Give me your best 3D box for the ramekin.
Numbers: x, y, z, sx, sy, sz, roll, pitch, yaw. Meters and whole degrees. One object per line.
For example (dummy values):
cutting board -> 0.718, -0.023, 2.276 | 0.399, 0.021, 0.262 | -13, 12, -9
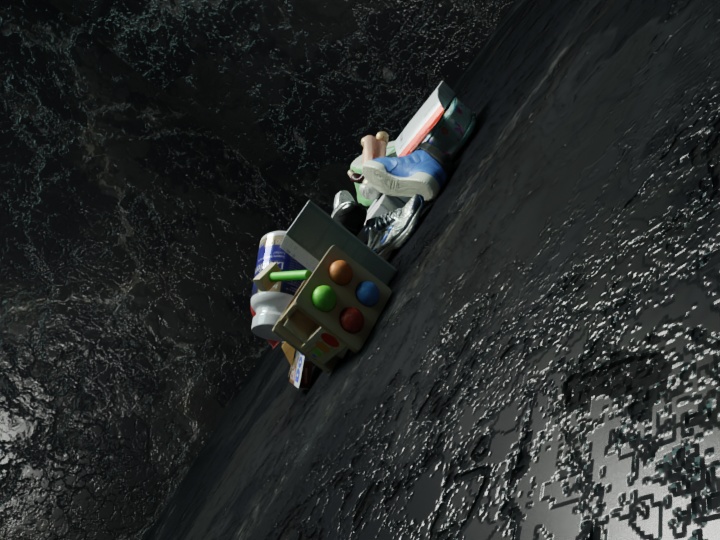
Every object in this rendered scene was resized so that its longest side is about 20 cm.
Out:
ramekin -> 0.068, -0.254, 1.449 | 0.195, 0.100, 0.201 | -20, 22, 8

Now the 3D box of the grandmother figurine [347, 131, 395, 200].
grandmother figurine -> 0.025, -0.235, 1.306 | 0.119, 0.061, 0.203 | -21, 42, 23

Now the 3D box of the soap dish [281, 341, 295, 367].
soap dish -> -0.083, 0.101, 1.232 | 0.201, 0.081, 0.158 | -49, 8, 34

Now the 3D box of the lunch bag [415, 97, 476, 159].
lunch bag -> 0.179, -0.281, 1.269 | 0.201, 0.076, 0.161 | -51, 5, 28

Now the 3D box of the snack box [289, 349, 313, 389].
snack box -> -0.100, 0.120, 1.099 | 0.072, 0.024, 0.206 | 180, 100, -68

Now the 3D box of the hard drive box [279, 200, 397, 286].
hard drive box -> -0.046, -0.023, 1.053 | 0.078, 0.198, 0.156 | -53, 7, -12

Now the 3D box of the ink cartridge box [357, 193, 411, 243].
ink cartridge box -> 0.051, -0.107, 1.288 | 0.145, 0.083, 0.201 | -52, 7, 26

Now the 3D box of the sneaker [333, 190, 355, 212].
sneaker -> -0.043, -0.088, 1.397 | 0.078, 0.206, 0.077 | -12, -1, 41

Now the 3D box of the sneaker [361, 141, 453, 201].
sneaker -> 0.101, -0.214, 1.183 | 0.197, 0.078, 0.112 | 18, 58, 40

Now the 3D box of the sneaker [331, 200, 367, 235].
sneaker -> -0.043, -0.054, 1.182 | 0.201, 0.074, 0.089 | -50, 31, 44

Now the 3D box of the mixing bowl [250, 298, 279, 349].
mixing bowl -> -0.182, 0.064, 1.310 | 0.202, 0.107, 0.200 | -52, 7, 9

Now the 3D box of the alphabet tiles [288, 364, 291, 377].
alphabet tiles -> -0.156, 0.168, 1.474 | 0.202, 0.007, 0.170 | -81, 9, -52

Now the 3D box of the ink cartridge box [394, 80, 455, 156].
ink cartridge box -> 0.130, -0.322, 1.271 | 0.163, 0.057, 0.201 | -47, 3, 36

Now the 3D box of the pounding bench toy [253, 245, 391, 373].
pounding bench toy -> -0.074, 0.041, 0.928 | 0.125, 0.198, 0.156 | -56, 6, -33

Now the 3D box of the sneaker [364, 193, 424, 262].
sneaker -> 0.051, -0.080, 1.145 | 0.201, 0.084, 0.077 | -51, 7, 25

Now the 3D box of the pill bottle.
pill bottle -> -0.164, 0.033, 1.171 | 0.116, 0.113, 0.205 | 136, 143, -57
